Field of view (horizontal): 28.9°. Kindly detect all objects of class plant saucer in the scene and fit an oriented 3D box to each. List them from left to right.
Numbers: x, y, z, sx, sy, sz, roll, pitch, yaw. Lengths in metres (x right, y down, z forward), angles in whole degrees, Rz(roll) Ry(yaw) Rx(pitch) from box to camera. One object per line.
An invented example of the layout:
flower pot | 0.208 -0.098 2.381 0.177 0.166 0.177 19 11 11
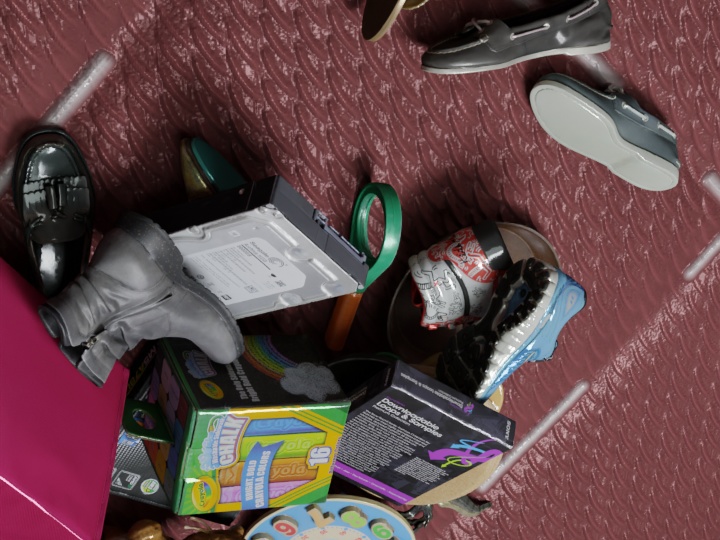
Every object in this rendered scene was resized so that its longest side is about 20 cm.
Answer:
plant saucer | 0.115 0.029 1.461 0.200 0.035 0.201 -13 127 -17

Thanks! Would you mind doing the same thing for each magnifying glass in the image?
magnifying glass | 0.000 0.000 1.370 0.022 0.080 0.200 1 132 -25

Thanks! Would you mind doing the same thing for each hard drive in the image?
hard drive | -0.110 -0.012 1.254 0.200 0.038 0.140 -14 140 34

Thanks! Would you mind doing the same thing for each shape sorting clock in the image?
shape sorting clock | -0.036 0.318 1.560 0.199 0.039 0.200 -5 135 -5

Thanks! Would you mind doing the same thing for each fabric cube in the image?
fabric cube | -0.344 0.133 1.183 0.200 0.197 0.199 -22 134 23

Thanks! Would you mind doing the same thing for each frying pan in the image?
frying pan | 0.030 0.138 1.411 0.190 0.031 0.115 34 129 -29

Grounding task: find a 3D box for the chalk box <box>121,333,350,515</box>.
chalk box | -0.131 0.143 1.310 0.199 0.125 0.124 0 120 -24

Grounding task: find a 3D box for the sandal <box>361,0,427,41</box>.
sandal | 0.071 -0.287 1.196 0.069 0.078 0.212 11 112 -24

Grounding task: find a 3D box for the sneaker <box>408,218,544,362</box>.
sneaker | 0.115 0.037 1.408 0.108 0.067 0.202 -23 136 6

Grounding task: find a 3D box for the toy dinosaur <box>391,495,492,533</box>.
toy dinosaur | 0.080 0.259 1.596 0.088 0.047 0.200 -43 132 -1

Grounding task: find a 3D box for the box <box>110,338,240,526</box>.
box | -0.160 0.154 1.412 0.193 0.048 0.200 26 109 -34

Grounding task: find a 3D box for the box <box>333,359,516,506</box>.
box | 0.038 0.165 1.376 0.143 0.036 0.200 29 144 -20

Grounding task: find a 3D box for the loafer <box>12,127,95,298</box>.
loafer | -0.263 -0.026 1.230 0.072 0.063 0.201 -9 125 -19

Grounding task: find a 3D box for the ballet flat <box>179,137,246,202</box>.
ballet flat | -0.113 -0.044 1.290 0.071 0.071 0.200 -43 129 8

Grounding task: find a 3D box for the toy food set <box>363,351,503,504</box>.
toy food set | 0.054 0.169 1.479 0.197 0.049 0.201 -1 125 8

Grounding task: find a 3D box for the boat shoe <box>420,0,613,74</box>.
boat shoe | 0.143 -0.222 1.288 0.199 0.067 0.057 -12 111 -22

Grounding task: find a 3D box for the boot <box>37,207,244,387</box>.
boot | -0.192 0.051 1.211 0.132 0.070 0.200 -52 133 -18

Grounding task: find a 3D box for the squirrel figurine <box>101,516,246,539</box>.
squirrel figurine | -0.203 0.323 1.449 0.186 0.142 0.200 -12 144 -7

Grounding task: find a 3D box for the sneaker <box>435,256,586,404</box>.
sneaker | 0.150 0.079 1.358 0.090 0.079 0.200 16 127 -33

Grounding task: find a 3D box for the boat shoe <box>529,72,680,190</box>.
boat shoe | 0.247 -0.150 1.395 0.200 0.073 0.062 30 64 -29
